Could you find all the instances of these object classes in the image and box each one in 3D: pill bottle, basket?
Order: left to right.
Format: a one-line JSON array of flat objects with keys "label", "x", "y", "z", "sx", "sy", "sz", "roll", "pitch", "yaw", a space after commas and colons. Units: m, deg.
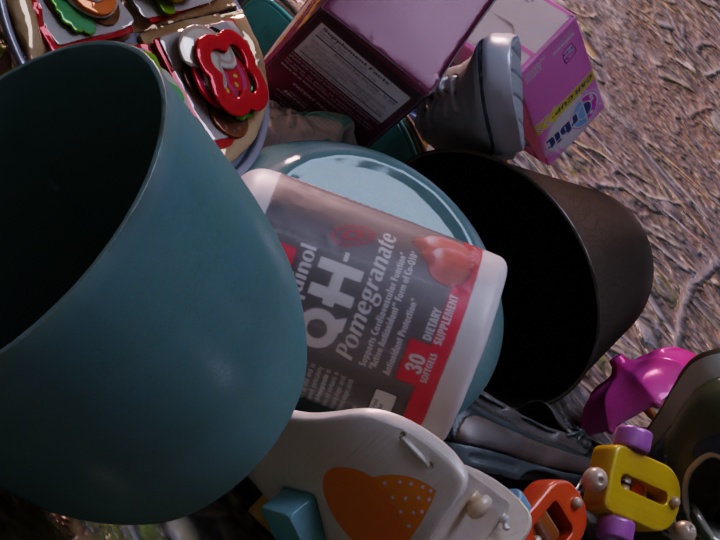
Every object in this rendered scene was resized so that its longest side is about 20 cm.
[{"label": "pill bottle", "x": -0.030, "y": 0.011, "z": 1.500, "sx": 0.200, "sy": 0.111, "sz": 0.111, "roll": 20, "pitch": 24, "yaw": -1}, {"label": "basket", "x": 0.112, "y": 0.001, "z": 1.826, "sx": 0.180, "sy": 0.136, "sz": 0.200, "roll": 53, "pitch": 18, "yaw": 11}]

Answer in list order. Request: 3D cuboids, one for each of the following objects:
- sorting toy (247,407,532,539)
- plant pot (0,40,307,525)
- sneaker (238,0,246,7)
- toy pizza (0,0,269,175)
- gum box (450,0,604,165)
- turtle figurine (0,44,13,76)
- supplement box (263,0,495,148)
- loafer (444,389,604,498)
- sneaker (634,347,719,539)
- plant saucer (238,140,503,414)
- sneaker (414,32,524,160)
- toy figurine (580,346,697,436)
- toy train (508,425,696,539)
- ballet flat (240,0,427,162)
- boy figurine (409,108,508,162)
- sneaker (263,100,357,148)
[{"label": "sorting toy", "x": -0.021, "y": 0.104, "z": 1.446, "sx": 0.180, "sy": 0.107, "sz": 0.200, "roll": 39, "pitch": -1, "yaw": 18}, {"label": "plant pot", "x": -0.120, "y": 0.023, "z": 1.274, "sx": 0.161, "sy": 0.200, "sz": 0.201, "roll": 47, "pitch": 19, "yaw": -34}, {"label": "sneaker", "x": -0.080, "y": -0.227, "z": 1.951, "sx": 0.080, "sy": 0.071, "sz": 0.200, "roll": 34, "pitch": 18, "yaw": 6}, {"label": "toy pizza", "x": -0.123, "y": -0.138, "z": 1.589, "sx": 0.200, "sy": 0.032, "sz": 0.201, "roll": 28, "pitch": 46, "yaw": -33}, {"label": "gum box", "x": 0.075, "y": -0.175, "z": 2.008, "sx": 0.200, "sy": 0.066, "sz": 0.114, "roll": 37, "pitch": -15, "yaw": 32}, {"label": "turtle figurine", "x": -0.250, "y": -0.168, "z": 1.513, "sx": 0.200, "sy": 0.064, "sz": 0.161, "roll": 34, "pitch": 25, "yaw": -32}, {"label": "supplement box", "x": 0.003, "y": -0.143, "z": 1.733, "sx": 0.086, "sy": 0.200, "sz": 0.110, "roll": 38, "pitch": 65, "yaw": -7}, {"label": "loafer", "x": 0.104, "y": 0.102, "z": 1.687, "sx": 0.200, "sy": 0.072, "sz": 0.063, "roll": 16, "pitch": 77, "yaw": -50}, {"label": "sneaker", "x": 0.210, "y": 0.141, "z": 1.725, "sx": 0.067, "sy": 0.200, "sz": 0.090, "roll": 0, "pitch": 51, "yaw": -15}, {"label": "plant saucer", "x": 0.000, "y": 0.000, "z": 1.610, "sx": 0.200, "sy": 0.036, "sz": 0.200, "roll": 13, "pitch": 55, "yaw": -20}, {"label": "sneaker", "x": 0.068, "y": -0.103, "z": 1.778, "sx": 0.200, "sy": 0.071, "sz": 0.073, "roll": 87, "pitch": 2, "yaw": -79}, {"label": "toy figurine", "x": 0.232, "y": 0.134, "z": 1.875, "sx": 0.184, "sy": 0.150, "sz": 0.200, "roll": 21, "pitch": 56, "yaw": -24}, {"label": "toy train", "x": 0.143, "y": 0.180, "z": 1.642, "sx": 0.200, "sy": 0.056, "sz": 0.150, "roll": 53, "pitch": 55, "yaw": -25}, {"label": "ballet flat", "x": -0.008, "y": -0.111, "z": 1.876, "sx": 0.200, "sy": 0.068, "sz": 0.067, "roll": 55, "pitch": 14, "yaw": 13}, {"label": "boy figurine", "x": 0.069, "y": -0.086, "z": 1.978, "sx": 0.200, "sy": 0.064, "sz": 0.124, "roll": 44, "pitch": 15, "yaw": -2}, {"label": "sneaker", "x": -0.047, "y": -0.078, "z": 1.710, "sx": 0.200, "sy": 0.088, "sz": 0.075, "roll": 52, "pitch": 23, "yaw": 12}]
